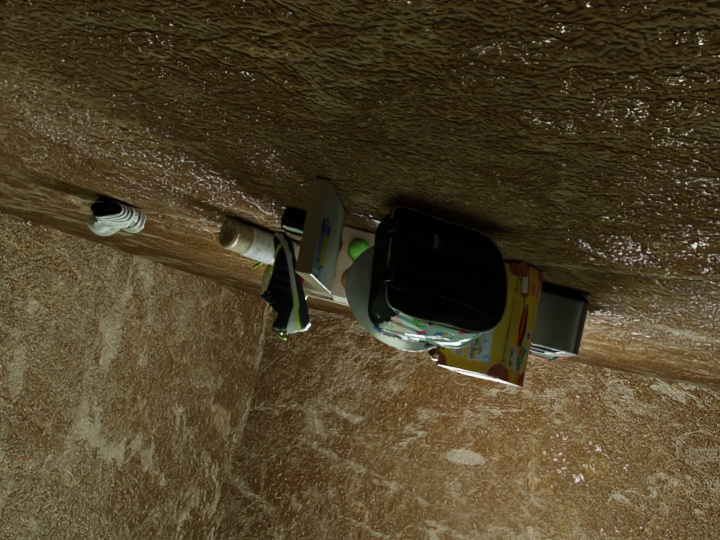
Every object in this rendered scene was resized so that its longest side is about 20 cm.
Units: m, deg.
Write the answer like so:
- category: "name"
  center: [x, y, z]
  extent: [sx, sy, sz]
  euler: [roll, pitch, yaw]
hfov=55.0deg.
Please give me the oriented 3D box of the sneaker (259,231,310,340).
- category: "sneaker"
  center: [-0.148, 0.023, 1.262]
  extent: [0.080, 0.205, 0.072]
  euler: [-14, 158, -4]

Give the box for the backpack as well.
- category: "backpack"
  center: [0.110, 0.020, 0.999]
  extent: [0.194, 0.183, 0.151]
  euler: [11, 154, -11]

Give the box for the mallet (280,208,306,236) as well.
- category: "mallet"
  center: [-0.134, -0.085, 1.297]
  extent: [0.064, 0.042, 0.199]
  euler: [17, 176, -18]

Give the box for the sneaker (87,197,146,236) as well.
- category: "sneaker"
  center: [-0.625, -0.142, 1.688]
  extent: [0.195, 0.078, 0.115]
  euler: [-1, 157, 32]

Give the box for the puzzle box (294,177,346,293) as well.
- category: "puzzle box"
  center: [-0.056, -0.047, 1.041]
  extent: [0.025, 0.137, 0.200]
  euler: [10, 171, 7]

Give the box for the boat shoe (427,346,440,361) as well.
- category: "boat shoe"
  center: [0.134, 0.076, 1.335]
  extent: [0.066, 0.206, 0.072]
  euler: [13, 150, -24]

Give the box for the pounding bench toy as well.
- category: "pounding bench toy"
  center: [0.000, 0.000, 1.309]
  extent: [0.194, 0.128, 0.156]
  euler: [13, 172, -1]

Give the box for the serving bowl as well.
- category: "serving bowl"
  center: [0.076, 0.027, 1.120]
  extent: [0.194, 0.204, 0.066]
  euler: [15, 138, -14]

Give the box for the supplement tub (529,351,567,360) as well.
- category: "supplement tub"
  center: [0.394, 0.132, 1.570]
  extent: [0.195, 0.126, 0.122]
  euler: [17, 172, -25]

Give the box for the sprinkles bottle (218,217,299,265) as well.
- category: "sprinkles bottle"
  center: [-0.218, -0.054, 1.532]
  extent: [0.067, 0.070, 0.197]
  euler: [6, 169, 44]

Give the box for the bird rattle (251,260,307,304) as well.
- category: "bird rattle"
  center: [-0.170, 0.019, 1.688]
  extent: [0.195, 0.167, 0.113]
  euler: [22, -168, 7]

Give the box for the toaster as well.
- category: "toaster"
  center: [0.355, 0.096, 1.393]
  extent: [0.194, 0.122, 0.181]
  euler: [13, 173, 0]

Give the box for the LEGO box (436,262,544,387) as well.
- category: "LEGO box"
  center: [0.232, 0.089, 1.241]
  extent: [0.076, 0.206, 0.147]
  euler: [19, 171, -41]
